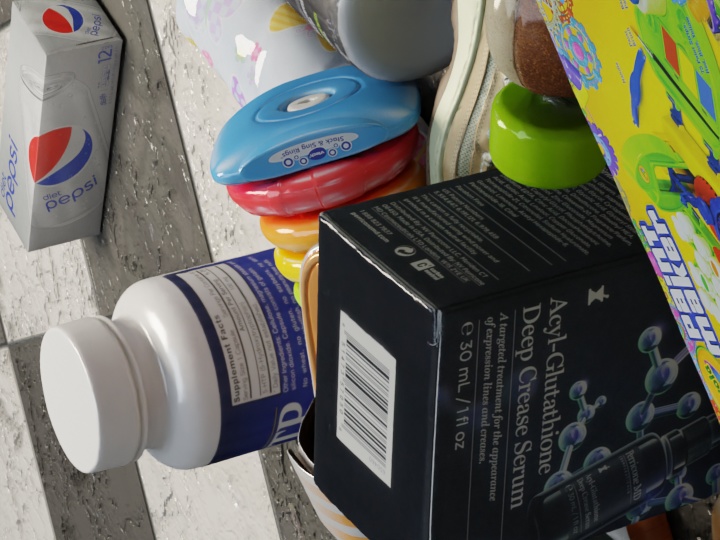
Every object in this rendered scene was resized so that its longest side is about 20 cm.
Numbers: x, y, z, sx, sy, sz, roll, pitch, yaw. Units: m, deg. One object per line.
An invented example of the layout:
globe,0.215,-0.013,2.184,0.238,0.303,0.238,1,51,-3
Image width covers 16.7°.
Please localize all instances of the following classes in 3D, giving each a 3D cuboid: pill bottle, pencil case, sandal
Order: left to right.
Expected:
pill bottle,-0.086,0.055,1.490,0.120,0.199,0.120,39,136,51
pencil case,-0.035,-0.111,1.438,0.200,0.083,0.091,53,139,37
pill bottle,-0.014,-0.193,1.330,0.200,0.106,0.107,47,142,44
sandal,-0.006,0.088,1.276,0.079,0.059,0.208,2,116,38

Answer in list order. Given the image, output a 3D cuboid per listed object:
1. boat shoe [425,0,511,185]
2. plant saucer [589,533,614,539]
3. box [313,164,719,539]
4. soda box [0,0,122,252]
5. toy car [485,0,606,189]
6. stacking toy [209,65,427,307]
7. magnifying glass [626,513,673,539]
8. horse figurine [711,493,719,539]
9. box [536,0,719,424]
boat shoe,0.082,-0.083,1.247,0.076,0.071,0.201,29,131,36
plant saucer,0.093,0.153,1.195,0.036,0.199,0.200,-54,46,15
box,0.088,0.037,1.136,0.107,0.199,0.149,39,137,48
soda box,-0.228,-0.112,1.841,0.068,0.063,0.201,55,147,35
toy car,0.167,-0.110,1.034,0.199,0.158,0.165,21,130,25
stacking toy,0.000,0.000,1.322,0.110,0.115,0.201,-90,-17,-70
magnifying glass,0.169,0.198,1.263,0.080,0.022,0.201,-26,81,64
horse figurine,0.203,0.126,1.116,0.200,0.050,0.133,126,138,-65
box,0.183,-0.043,0.869,0.201,0.122,0.192,65,163,-11
